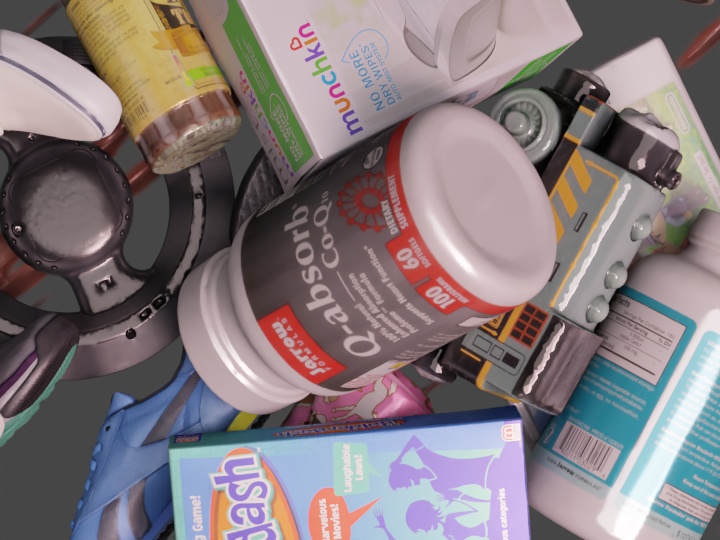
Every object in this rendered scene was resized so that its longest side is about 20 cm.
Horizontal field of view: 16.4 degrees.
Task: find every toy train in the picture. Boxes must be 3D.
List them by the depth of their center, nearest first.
[{"bbox_3d":[0.105,-0.014,1.434,0.114,0.085,0.201,30,92,29],"label":"toy train"}]

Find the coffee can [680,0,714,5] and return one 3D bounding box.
[{"bbox_3d":[0.183,-0.274,1.434,0.146,0.146,0.201,28,90,-8],"label":"coffee can"}]

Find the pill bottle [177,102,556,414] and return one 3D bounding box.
[{"bbox_3d":[0.000,0.000,1.368,0.199,0.116,0.116,-30,99,36],"label":"pill bottle"}]

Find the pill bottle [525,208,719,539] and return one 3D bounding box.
[{"bbox_3d":[0.182,0.068,1.452,0.110,0.111,0.201,29,91,-8],"label":"pill bottle"}]

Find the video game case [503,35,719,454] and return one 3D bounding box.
[{"bbox_3d":[0.144,-0.011,1.509,0.181,0.022,0.201,-27,97,-4],"label":"video game case"}]

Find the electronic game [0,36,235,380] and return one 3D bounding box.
[{"bbox_3d":[-0.172,-0.036,1.459,0.198,0.042,0.202,0,86,-6],"label":"electronic game"}]

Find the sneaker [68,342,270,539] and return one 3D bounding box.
[{"bbox_3d":[-0.136,0.124,1.468,0.078,0.066,0.200,39,88,3],"label":"sneaker"}]

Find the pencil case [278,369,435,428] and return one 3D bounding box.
[{"bbox_3d":[-0.038,0.138,1.465,0.083,0.087,0.200,38,89,-14],"label":"pencil case"}]

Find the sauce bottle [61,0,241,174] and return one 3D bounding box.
[{"bbox_3d":[-0.137,-0.155,1.428,0.064,0.065,0.201,-28,82,-4],"label":"sauce bottle"}]

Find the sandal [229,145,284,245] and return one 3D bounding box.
[{"bbox_3d":[-0.011,-0.084,1.481,0.076,0.043,0.201,33,80,-16],"label":"sandal"}]

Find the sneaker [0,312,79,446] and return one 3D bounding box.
[{"bbox_3d":[-0.247,0.081,1.423,0.088,0.074,0.200,44,109,2],"label":"sneaker"}]

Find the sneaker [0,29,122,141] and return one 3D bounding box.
[{"bbox_3d":[-0.230,-0.096,1.402,0.199,0.073,0.071,15,67,20],"label":"sneaker"}]

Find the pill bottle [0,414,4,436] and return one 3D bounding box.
[{"bbox_3d":[-0.283,0.029,1.356,0.112,0.112,0.200,-37,74,-3],"label":"pill bottle"}]

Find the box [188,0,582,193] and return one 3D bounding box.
[{"bbox_3d":[-0.005,-0.173,1.413,0.176,0.097,0.201,-25,86,-18],"label":"box"}]

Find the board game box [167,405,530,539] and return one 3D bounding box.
[{"bbox_3d":[-0.003,0.161,1.402,0.198,0.045,0.153,-5,97,-1],"label":"board game box"}]
